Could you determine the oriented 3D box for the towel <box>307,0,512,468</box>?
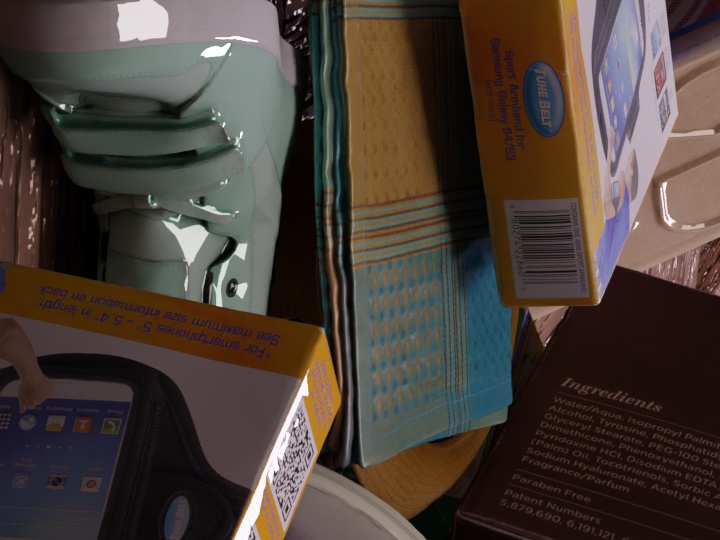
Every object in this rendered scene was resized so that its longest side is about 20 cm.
[{"bbox_3d":[0.019,-0.038,0.833,0.147,0.022,0.201,-7,96,-64],"label":"towel"}]

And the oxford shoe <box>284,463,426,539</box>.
[{"bbox_3d":[0.006,0.147,0.885,0.200,0.075,0.058,53,37,-23],"label":"oxford shoe"}]

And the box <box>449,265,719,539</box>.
[{"bbox_3d":[0.138,0.132,1.021,0.200,0.164,0.166,-55,156,-50],"label":"box"}]

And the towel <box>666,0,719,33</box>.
[{"bbox_3d":[0.148,-0.190,1.142,0.147,0.030,0.200,119,-34,-44],"label":"towel"}]

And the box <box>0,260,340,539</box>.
[{"bbox_3d":[-0.094,0.090,0.623,0.042,0.119,0.200,80,27,-49],"label":"box"}]

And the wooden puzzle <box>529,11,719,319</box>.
[{"bbox_3d":[0.121,-0.054,1.094,0.200,0.185,0.046,72,-6,-63],"label":"wooden puzzle"}]

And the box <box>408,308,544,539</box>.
[{"bbox_3d":[0.059,0.099,1.115,0.200,0.048,0.118,63,42,-68],"label":"box"}]

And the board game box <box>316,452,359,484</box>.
[{"bbox_3d":[-0.001,0.128,1.078,0.126,0.035,0.200,73,33,-57],"label":"board game box"}]

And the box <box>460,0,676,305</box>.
[{"bbox_3d":[0.086,-0.084,0.894,0.200,0.041,0.119,-56,141,-57],"label":"box"}]

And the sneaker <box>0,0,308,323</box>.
[{"bbox_3d":[-0.060,-0.023,0.722,0.200,0.073,0.119,20,76,-75],"label":"sneaker"}]

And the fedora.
[{"bbox_3d":[0.000,0.000,0.924,0.200,0.082,0.201,6,90,-66],"label":"fedora"}]
